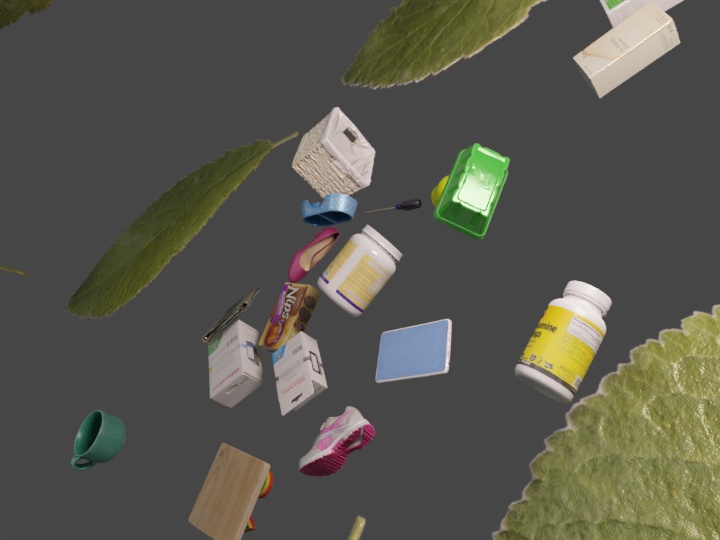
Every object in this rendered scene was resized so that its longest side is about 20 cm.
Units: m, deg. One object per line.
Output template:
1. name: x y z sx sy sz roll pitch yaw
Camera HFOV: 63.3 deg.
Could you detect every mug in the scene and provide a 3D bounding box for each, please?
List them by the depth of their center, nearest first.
1. mug: -0.867 0.566 1.946 0.184 0.114 0.154 -34 43 21

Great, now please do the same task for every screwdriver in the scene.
1. screwdriver: 0.089 -0.176 1.636 0.198 0.028 0.029 -2 29 45

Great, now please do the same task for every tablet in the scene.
1. tablet: 0.120 0.187 1.342 0.198 0.014 0.132 -17 51 37

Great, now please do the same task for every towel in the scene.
1. towel: -0.393 0.137 1.806 0.192 0.035 0.200 -39 9 10

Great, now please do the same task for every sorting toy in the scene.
1. sorting toy: -0.307 0.557 1.440 0.197 0.069 0.203 3 63 45

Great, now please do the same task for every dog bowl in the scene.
1. dog bowl: -0.098 -0.177 1.760 0.198 0.111 0.051 -9 68 40

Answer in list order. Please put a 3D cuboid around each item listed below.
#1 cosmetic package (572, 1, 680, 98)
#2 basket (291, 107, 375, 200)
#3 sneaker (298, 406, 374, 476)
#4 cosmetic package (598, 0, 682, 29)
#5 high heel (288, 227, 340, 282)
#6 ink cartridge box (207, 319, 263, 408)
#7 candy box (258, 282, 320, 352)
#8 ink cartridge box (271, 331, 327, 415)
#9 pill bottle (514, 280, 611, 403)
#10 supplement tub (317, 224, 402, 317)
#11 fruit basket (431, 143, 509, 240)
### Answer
1. cosmetic package: 0.606 -0.504 1.339 0.199 0.073 0.105 -34 43 20
2. basket: -0.078 -0.339 1.768 0.160 0.198 0.202 -30 31 30
3. sneaker: -0.060 0.387 1.325 0.199 0.082 0.089 -37 39 5
4. cosmetic package: 0.677 -0.658 1.375 0.198 0.085 0.109 -28 42 28
5. high heel: -0.138 -0.047 1.724 0.096 0.067 0.202 8 63 58
6. ink cartridge box: -0.365 0.272 1.697 0.145 0.087 0.202 -38 39 18
7. candy box: -0.201 0.137 1.662 0.115 0.056 0.203 4 66 46
8. ink cartridge box: -0.156 0.274 1.504 0.115 0.068 0.202 -37 41 17
9. pill bottle: 0.372 0.127 1.062 0.112 0.112 0.202 20 76 49
10. supplement tub: 0.000 0.000 1.496 0.201 0.145 0.145 -50 39 1
11. fruit basket: 0.257 -0.184 1.420 0.216 0.153 0.219 25 -90 -88
